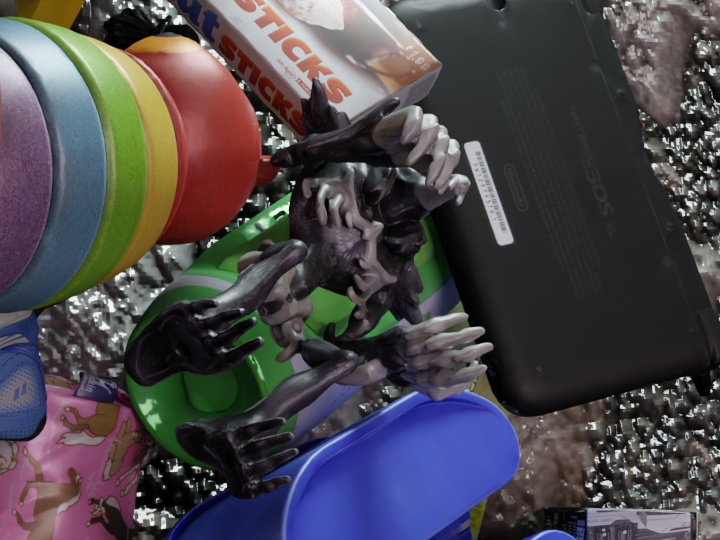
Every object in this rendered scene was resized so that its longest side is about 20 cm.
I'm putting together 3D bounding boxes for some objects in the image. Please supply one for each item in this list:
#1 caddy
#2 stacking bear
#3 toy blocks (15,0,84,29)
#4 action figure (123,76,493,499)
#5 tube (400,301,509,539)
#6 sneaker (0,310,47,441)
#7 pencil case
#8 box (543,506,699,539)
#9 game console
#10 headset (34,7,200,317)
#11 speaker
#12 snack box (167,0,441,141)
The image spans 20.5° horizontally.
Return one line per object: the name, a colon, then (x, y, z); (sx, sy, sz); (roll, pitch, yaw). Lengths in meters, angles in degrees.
caddy: (0.003, 0.135, 0.795); (0.200, 0.105, 0.142); (-25, 83, -52)
stacking bear: (-0.113, -0.044, 0.739); (0.200, 0.121, 0.114); (-8, 98, -55)
toy blocks: (-0.168, -0.169, 0.772); (0.200, 0.100, 0.137); (-15, 59, -48)
action figure: (0.000, 0.000, 0.756); (0.200, 0.102, 0.119); (-50, 127, -48)
tube: (0.050, 0.060, 0.978); (0.058, 0.052, 0.201); (16, 78, 8)
sneaker: (-0.213, 0.070, 0.764); (0.199, 0.079, 0.090); (-19, 111, -5)
pencil case: (-0.136, 0.143, 0.830); (0.083, 0.086, 0.201); (20, 73, -61)
box: (0.114, 0.188, 0.921); (0.049, 0.200, 0.159); (2, 83, 0)
game console: (0.092, -0.028, 0.959); (0.175, 0.116, 0.201); (-13, 76, -26)
headset: (-0.152, -0.050, 0.843); (0.200, 0.094, 0.124); (-37, 128, -23)
speaker: (-0.019, 0.012, 0.881); (0.200, 0.088, 0.089); (-37, 106, -52)
snack box: (-0.056, -0.138, 0.880); (0.072, 0.024, 0.200); (-33, 73, -34)
